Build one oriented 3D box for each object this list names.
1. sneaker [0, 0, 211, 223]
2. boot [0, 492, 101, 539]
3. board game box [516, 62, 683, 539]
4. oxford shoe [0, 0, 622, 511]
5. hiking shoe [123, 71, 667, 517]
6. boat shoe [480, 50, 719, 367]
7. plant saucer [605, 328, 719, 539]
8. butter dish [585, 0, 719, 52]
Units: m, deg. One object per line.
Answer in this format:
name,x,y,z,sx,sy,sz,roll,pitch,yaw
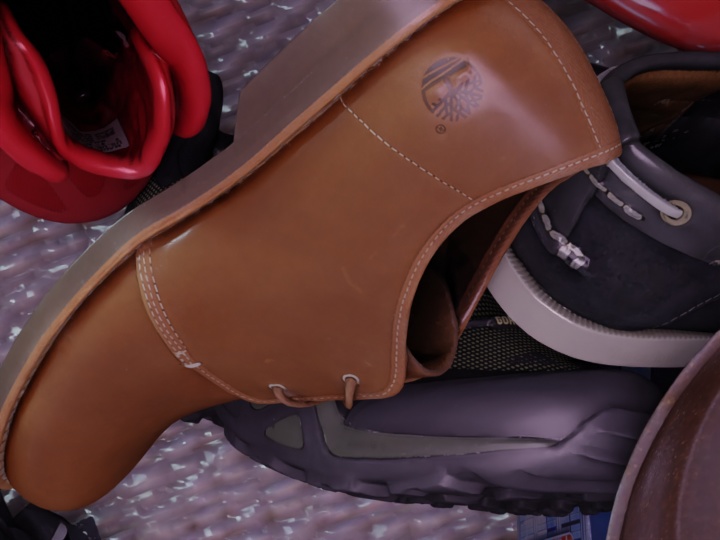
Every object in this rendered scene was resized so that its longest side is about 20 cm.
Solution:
sneaker,-0.076,-0.043,0.695,0.078,0.200,0.116,-23,57,-2
boot,-0.145,0.128,0.780,0.198,0.073,0.162,-46,124,7
board game box,0.119,0.069,0.769,0.199,0.062,0.201,14,77,-11
oxford shoe,-0.019,0.008,0.670,0.071,0.071,0.200,53,128,6
hiking shoe,0.000,0.000,0.742,0.076,0.200,0.101,10,94,-43
boat shoe,0.126,-0.020,0.704,0.199,0.072,0.068,-3,138,-30
plant saucer,0.154,0.063,0.681,0.199,0.035,0.201,1,119,1
butter dish,0.067,-0.126,0.745,0.200,0.200,0.148,40,118,-3
